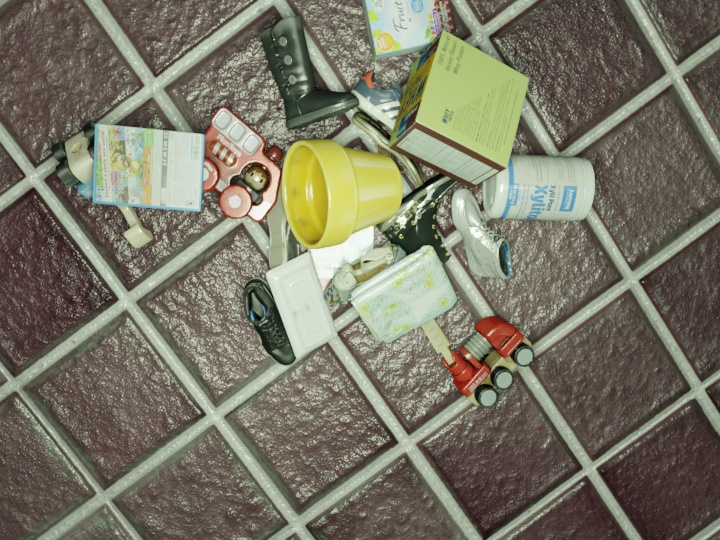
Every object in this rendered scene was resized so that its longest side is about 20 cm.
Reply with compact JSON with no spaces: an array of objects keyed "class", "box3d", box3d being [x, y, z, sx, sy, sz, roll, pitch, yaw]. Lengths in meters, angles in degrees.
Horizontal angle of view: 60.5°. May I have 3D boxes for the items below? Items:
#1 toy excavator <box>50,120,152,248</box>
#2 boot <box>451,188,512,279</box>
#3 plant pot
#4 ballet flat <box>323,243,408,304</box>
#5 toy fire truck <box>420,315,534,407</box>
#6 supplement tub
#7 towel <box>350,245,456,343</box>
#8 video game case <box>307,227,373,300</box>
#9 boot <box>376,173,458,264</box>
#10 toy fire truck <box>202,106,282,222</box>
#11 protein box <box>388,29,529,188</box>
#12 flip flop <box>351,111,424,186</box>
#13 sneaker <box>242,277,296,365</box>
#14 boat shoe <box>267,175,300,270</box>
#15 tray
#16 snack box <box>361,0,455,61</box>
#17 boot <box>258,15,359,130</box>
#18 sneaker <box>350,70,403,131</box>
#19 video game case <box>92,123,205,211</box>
[{"class":"toy excavator","box3d":[-0.498,-0.164,1.232,0.099,0.201,0.196,-32,54,2]},{"class":"boot","box3d":[0.256,-0.074,1.260,0.073,0.095,0.202,-38,119,-29]},{"class":"plant pot","box3d":[-0.028,-0.154,1.193,0.186,0.200,0.205,-11,98,-30]},{"class":"ballet flat","box3d":[0.000,0.000,1.262,0.198,0.072,0.073,-28,98,9]},{"class":"toy fire truck","box3d":[0.236,0.157,1.311,0.200,0.129,0.176,42,93,-17]},{"class":"supplement tub","box3d":[0.358,-0.169,1.261,0.196,0.132,0.135,1,97,-3]},{"class":"towel","box3d":[0.091,0.057,1.267,0.198,0.048,0.172,-31,137,2]},{"class":"video game case","box3d":[-0.043,-0.038,1.310,0.140,0.017,0.204,1,97,-3]},{"class":"boot","box3d":[0.152,-0.098,1.289,0.202,0.074,0.155,-36,100,6]},{"class":"toy fire truck","box3d":[-0.243,-0.203,1.231,0.199,0.112,0.169,38,93,-8]},{"class":"protein box","box3d":[0.187,-0.303,1.188,0.197,0.135,0.202,22,73,-16]},{"class":"flip flop","box3d":[0.054,-0.243,1.266,0.199,0.081,0.058,40,110,-6]},{"class":"sneaker","box3d":[-0.193,0.118,1.272,0.072,0.112,0.202,-25,98,1]},{"class":"boat shoe","box3d":[-0.155,-0.093,1.285,0.066,0.057,0.204,6,94,32]},{"class":"tray","box3d":[-0.116,0.075,1.278,0.106,0.022,0.203,-26,111,-23]},{"class":"snack box","box3d":[0.087,-0.542,1.232,0.166,0.068,0.204,-12,96,-2]},{"class":"boot","box3d":[-0.101,-0.401,1.223,0.162,0.066,0.203,-13,96,18]},{"class":"sneaker","box3d":[0.076,-0.327,1.253,0.199,0.075,0.085,36,98,-7]},{"class":"video game case","box3d":[-0.394,-0.190,1.152,0.196,0.018,0.146,4,97,-7]}]
